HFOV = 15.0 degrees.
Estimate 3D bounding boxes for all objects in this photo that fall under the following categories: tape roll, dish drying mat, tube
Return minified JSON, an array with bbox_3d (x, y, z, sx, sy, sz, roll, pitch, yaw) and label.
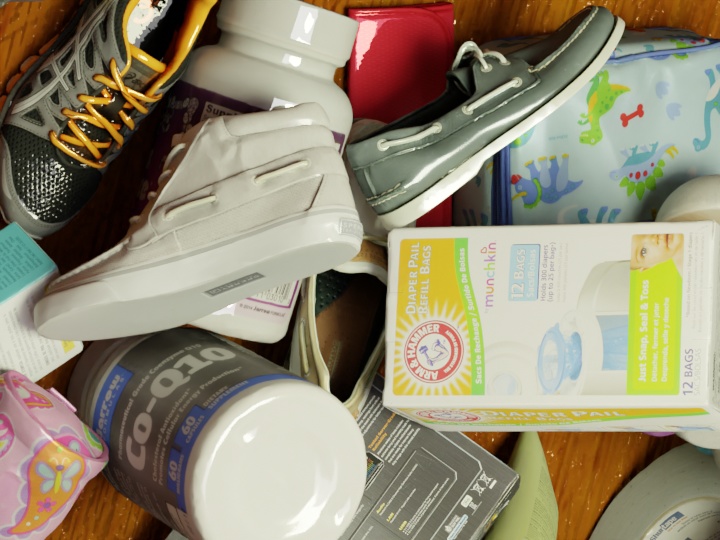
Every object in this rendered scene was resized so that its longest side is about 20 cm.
[{"bbox_3d":[0.235,0.211,1.819,0.066,0.200,0.201,34,85,-33],"label":"tape roll"},{"bbox_3d":[0.026,-0.069,1.742,0.077,0.018,0.200,-6,105,-26],"label":"dish drying mat"},{"bbox_3d":[0.104,0.171,1.766,0.052,0.200,0.058,29,118,-2],"label":"tube"}]

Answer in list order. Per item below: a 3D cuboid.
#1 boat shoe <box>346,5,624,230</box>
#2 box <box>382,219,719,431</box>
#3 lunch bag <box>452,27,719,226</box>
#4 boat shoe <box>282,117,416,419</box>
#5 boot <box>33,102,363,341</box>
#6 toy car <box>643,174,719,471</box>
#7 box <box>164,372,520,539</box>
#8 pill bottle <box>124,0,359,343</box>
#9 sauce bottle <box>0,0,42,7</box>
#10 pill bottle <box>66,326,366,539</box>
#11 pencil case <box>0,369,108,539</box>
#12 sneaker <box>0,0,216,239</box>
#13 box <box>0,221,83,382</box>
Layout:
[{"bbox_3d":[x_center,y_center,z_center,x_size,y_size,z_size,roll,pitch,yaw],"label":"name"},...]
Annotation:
[{"bbox_3d":[0.076,-0.107,1.653,0.200,0.073,0.062,-40,100,-15],"label":"boat shoe"},{"bbox_3d":[0.122,0.035,1.622,0.101,0.200,0.113,31,61,-67],"label":"box"},{"bbox_3d":[0.160,-0.073,1.782,0.200,0.082,0.161,-6,108,-27],"label":"lunch bag"},{"bbox_3d":[0.000,0.000,1.674,0.075,0.068,0.200,12,78,-15],"label":"boat shoe"},{"bbox_3d":[-0.098,-0.029,1.557,0.200,0.074,0.096,-17,71,12],"label":"boot"},{"bbox_3d":[0.218,0.052,1.752,0.200,0.150,0.175,40,45,-45],"label":"toy car"},{"bbox_3d":[-0.020,0.164,1.704,0.158,0.048,0.200,34,81,10],"label":"box"},{"bbox_3d":[-0.069,-0.066,1.635,0.112,0.112,0.200,16,94,-31],"label":"pill bottle"},{"bbox_3d":[-0.170,-0.200,1.574,0.200,0.066,0.066,-34,116,-18],"label":"sauce bottle"},{"bbox_3d":[-0.091,0.097,1.611,0.114,0.200,0.114,-8,106,-29],"label":"pill bottle"},{"bbox_3d":[-0.237,0.153,1.586,0.087,0.087,0.200,36,99,-31],"label":"pencil case"},{"bbox_3d":[-0.150,-0.109,1.600,0.078,0.077,0.200,27,89,-33],"label":"sneaker"},{"bbox_3d":[-0.260,0.062,1.578,0.200,0.049,0.082,-34,144,-18],"label":"box"}]
